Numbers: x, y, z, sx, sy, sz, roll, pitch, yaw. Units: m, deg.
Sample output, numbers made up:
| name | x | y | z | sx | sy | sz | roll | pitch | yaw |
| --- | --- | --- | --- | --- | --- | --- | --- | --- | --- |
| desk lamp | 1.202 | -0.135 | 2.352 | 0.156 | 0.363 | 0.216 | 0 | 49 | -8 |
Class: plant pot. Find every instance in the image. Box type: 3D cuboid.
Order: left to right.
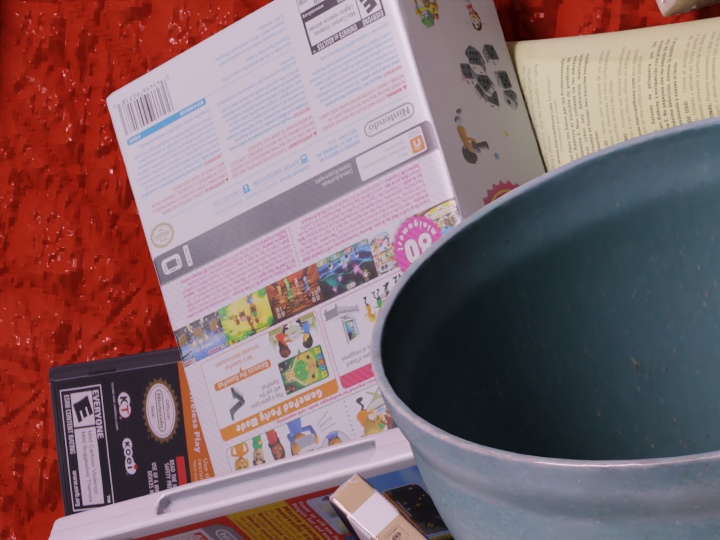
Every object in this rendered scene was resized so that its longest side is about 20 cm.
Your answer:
| name | x | y | z | sx | sy | sz | roll | pitch | yaw |
| --- | --- | --- | --- | --- | --- | --- | --- | --- | --- |
| plant pot | 0.115 | 0.056 | 0.711 | 0.200 | 0.200 | 0.135 | 3 | 121 | 36 |

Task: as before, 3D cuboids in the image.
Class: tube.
| name | x | y | z | sx | sy | sz | roll | pitch | yaw |
| --- | --- | --- | --- | --- | --- | --- | --- | --- | --- |
| tube | 0.118 | -0.060 | 0.884 | 0.200 | 0.052 | 0.058 | -10 | 47 | 42 |

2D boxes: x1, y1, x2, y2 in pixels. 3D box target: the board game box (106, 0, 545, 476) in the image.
| name | x | y | z | sx | sy | sz | roll | pitch | yaw |
| --- | --- | --- | --- | --- | --- | --- | --- | --- | --- |
| board game box | 0.000 | 0.000 | 0.930 | 0.147 | 0.064 | 0.201 | -24 | 76 | 37 |

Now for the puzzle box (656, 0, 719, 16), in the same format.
| name | x | y | z | sx | sy | sz | roll | pitch | yaw |
| --- | --- | --- | --- | --- | --- | --- | --- | --- | --- |
| puzzle box | 0.112 | -0.178 | 0.815 | 0.200 | 0.025 | 0.134 | 117 | 134 | -73 |

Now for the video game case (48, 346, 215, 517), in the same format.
| name | x | y | z | sx | sy | sz | roll | pitch | yaw |
| --- | --- | --- | --- | --- | --- | --- | --- | --- | --- |
| video game case | -0.045 | 0.128 | 1.024 | 0.180 | 0.025 | 0.201 | -10 | 86 | 36 |

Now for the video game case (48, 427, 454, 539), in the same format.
| name | x | y | z | sx | sy | sz | roll | pitch | yaw |
| --- | --- | --- | --- | --- | --- | --- | --- | --- | --- |
| video game case | 0.005 | 0.115 | 0.901 | 0.199 | 0.143 | 0.017 | -17 | 42 | 31 |

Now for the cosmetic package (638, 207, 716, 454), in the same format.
| name | x | y | z | sx | sy | sz | roll | pitch | yaw |
| --- | --- | --- | --- | --- | --- | --- | --- | --- | --- |
| cosmetic package | 0.118 | 0.071 | 0.845 | 0.050 | 0.082 | 0.201 | -4 | 99 | 37 |

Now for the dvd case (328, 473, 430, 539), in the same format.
| name | x | y | z | sx | sy | sz | roll | pitch | yaw |
| --- | --- | --- | --- | --- | --- | --- | --- | --- | --- |
| dvd case | 0.077 | 0.155 | 0.781 | 0.016 | 0.149 | 0.200 | -44 | 62 | -9 |
